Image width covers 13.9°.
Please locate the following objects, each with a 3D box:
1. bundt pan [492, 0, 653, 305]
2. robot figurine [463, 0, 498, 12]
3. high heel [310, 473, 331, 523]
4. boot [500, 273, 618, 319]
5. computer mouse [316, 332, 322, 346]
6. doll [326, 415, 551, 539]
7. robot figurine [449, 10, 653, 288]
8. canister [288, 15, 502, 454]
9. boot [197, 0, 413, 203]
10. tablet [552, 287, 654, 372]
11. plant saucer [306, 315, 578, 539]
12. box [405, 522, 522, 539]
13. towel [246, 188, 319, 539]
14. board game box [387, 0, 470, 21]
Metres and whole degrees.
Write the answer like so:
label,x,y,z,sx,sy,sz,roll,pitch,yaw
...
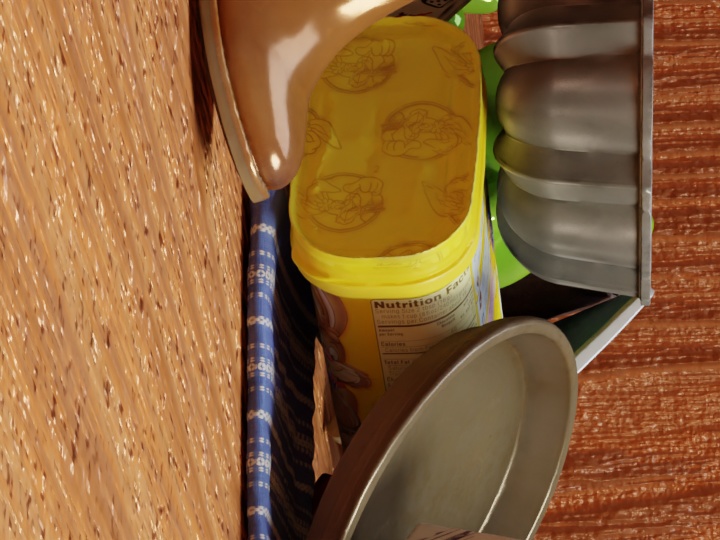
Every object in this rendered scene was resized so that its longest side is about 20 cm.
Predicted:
label,x,y,z,sx,sy,sz,roll,pitch,yaw
bundt pan,0.103,-0.083,1.412,0.202,0.075,0.203,0,90,-85
robot figurine,0.060,-0.272,1.967,0.176,0.115,0.201,98,-8,-62
high heel,0.044,0.167,1.476,0.200,0.067,0.097,23,68,-46
boot,0.075,0.024,1.800,0.200,0.166,0.073,59,29,-80
computer mouse,0.000,0.000,1.599,0.140,0.046,0.201,-17,83,-54
doll,0.047,0.159,1.678,0.200,0.136,0.049,65,34,-24
robot figurine,0.078,-0.060,1.595,0.116,0.175,0.200,-50,170,34
canister,0.022,0.001,1.409,0.200,0.086,0.149,80,12,-50
boot,0.014,-0.125,1.220,0.077,0.155,0.201,79,10,-62
tablet,0.081,0.069,1.726,0.014,0.130,0.200,53,-31,-7
plant saucer,0.033,0.108,1.357,0.200,0.029,0.201,-42,147,-36
box,0.017,0.194,1.245,0.200,0.068,0.082,-48,140,-53
towel,-0.033,0.071,1.356,0.145,0.024,0.201,72,17,-70
board game box,0.017,-0.164,1.518,0.035,0.126,0.200,40,25,-19
